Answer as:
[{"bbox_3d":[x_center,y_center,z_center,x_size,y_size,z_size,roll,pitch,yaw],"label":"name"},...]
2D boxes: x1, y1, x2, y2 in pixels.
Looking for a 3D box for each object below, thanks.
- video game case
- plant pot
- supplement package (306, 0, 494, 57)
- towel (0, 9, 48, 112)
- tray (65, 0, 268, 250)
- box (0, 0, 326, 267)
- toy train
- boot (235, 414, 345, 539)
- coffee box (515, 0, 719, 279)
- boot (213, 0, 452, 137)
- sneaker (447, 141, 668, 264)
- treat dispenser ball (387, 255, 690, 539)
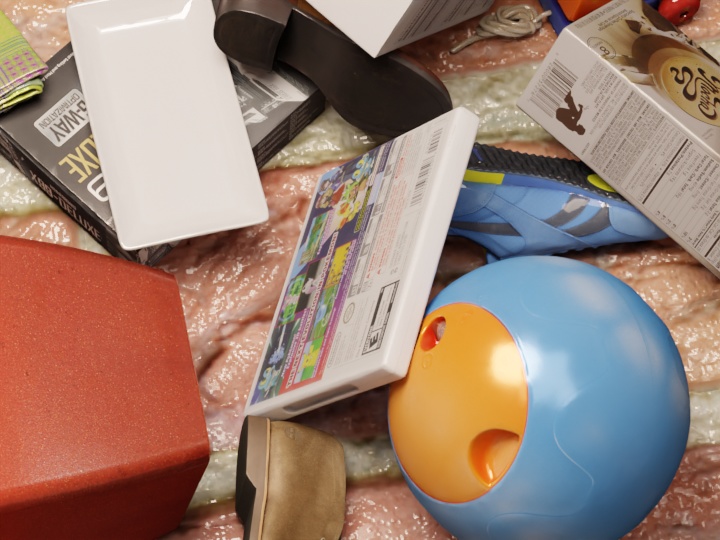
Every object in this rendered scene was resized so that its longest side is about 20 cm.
[{"bbox_3d":[0.000,0.000,1.701,0.023,0.182,0.201,29,62,-24],"label":"video game case"},{"bbox_3d":[-0.203,0.095,1.638,0.175,0.200,0.201,-6,65,-17],"label":"plant pot"},{"bbox_3d":[0.035,-0.270,1.772,0.152,0.151,0.200,41,28,11],"label":"supplement package"},{"bbox_3d":[-0.334,-0.126,1.791,0.199,0.023,0.144,-29,43,-13],"label":"towel"},{"bbox_3d":[-0.139,-0.108,1.768,0.107,0.022,0.201,-12,67,-9],"label":"tray"},{"bbox_3d":[-0.147,-0.115,1.810,0.158,0.050,0.200,42,69,14],"label":"box"},{"bbox_3d":[0.163,-0.219,1.840,0.199,0.116,0.085,-21,67,-13],"label":"toy train"},{"bbox_3d":[-0.046,0.192,1.663,0.075,0.074,0.201,8,62,-10],"label":"boot"},{"bbox_3d":[0.227,-0.098,1.778,0.200,0.080,0.113,41,36,12],"label":"coffee box"},{"bbox_3d":[-0.007,-0.193,1.836,0.187,0.069,0.200,19,37,-1],"label":"boot"},{"bbox_3d":[0.132,-0.038,1.792,0.199,0.079,0.066,9,21,-14],"label":"sneaker"},{"bbox_3d":[0.117,0.091,1.643,0.200,0.201,0.202,1,64,-2],"label":"treat dispenser ball"}]
